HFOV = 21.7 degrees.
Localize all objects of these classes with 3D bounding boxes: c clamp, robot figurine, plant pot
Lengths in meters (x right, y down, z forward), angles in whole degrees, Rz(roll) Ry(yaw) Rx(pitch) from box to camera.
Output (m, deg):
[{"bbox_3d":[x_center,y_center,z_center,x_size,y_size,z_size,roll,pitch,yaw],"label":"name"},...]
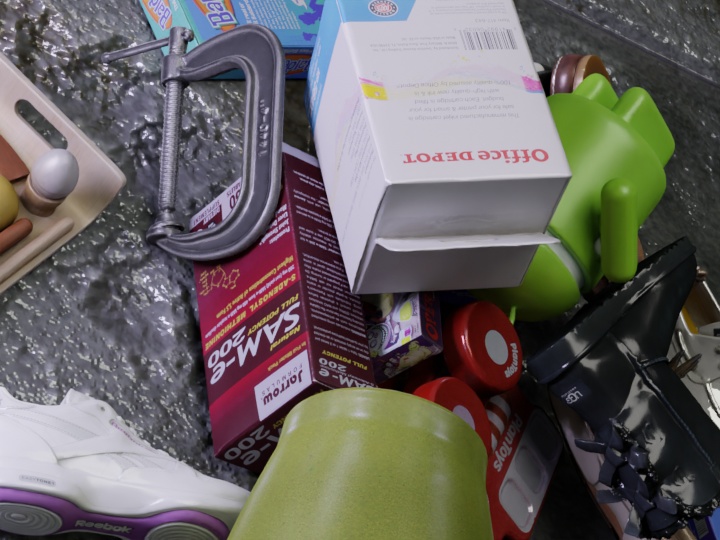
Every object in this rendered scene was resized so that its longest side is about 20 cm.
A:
[{"bbox_3d":[-0.116,-0.093,1.335,0.027,0.170,0.201,27,52,-48],"label":"c clamp"},{"bbox_3d":[0.144,-0.048,1.373,0.200,0.175,0.116,-49,134,-13],"label":"robot figurine"},{"bbox_3d":[0.000,0.181,1.106,0.199,0.200,0.194,25,53,-19],"label":"plant pot"}]

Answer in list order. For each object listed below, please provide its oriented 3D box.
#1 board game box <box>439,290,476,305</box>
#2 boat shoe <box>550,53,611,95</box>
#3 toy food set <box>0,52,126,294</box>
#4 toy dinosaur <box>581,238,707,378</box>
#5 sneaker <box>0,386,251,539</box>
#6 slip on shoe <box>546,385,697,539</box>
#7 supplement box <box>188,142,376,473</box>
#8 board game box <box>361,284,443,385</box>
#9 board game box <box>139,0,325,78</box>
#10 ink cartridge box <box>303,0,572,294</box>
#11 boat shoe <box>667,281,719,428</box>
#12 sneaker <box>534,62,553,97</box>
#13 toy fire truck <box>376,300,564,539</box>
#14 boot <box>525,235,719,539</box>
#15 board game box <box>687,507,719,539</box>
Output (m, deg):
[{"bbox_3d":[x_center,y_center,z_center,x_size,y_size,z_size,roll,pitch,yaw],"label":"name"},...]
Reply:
[{"bbox_3d":[0.074,-0.065,1.499,0.134,0.045,0.201,13,49,-30],"label":"board game box"},{"bbox_3d":[0.170,-0.088,1.506,0.070,0.201,0.070,11,45,28],"label":"boat shoe"},{"bbox_3d":[-0.262,-0.060,1.233,0.143,0.060,0.200,44,41,1],"label":"toy food set"},{"bbox_3d":[0.204,0.023,1.458,0.200,0.086,0.136,49,32,-28],"label":"toy dinosaur"},{"bbox_3d":[-0.145,0.121,1.160,0.199,0.075,0.100,17,48,-27],"label":"sneaker"},{"bbox_3d":[0.203,0.164,1.383,0.201,0.060,0.076,63,0,18],"label":"slip on shoe"},{"bbox_3d":[-0.056,0.026,1.280,0.061,0.109,0.201,22,43,-37],"label":"supplement box"},{"bbox_3d":[0.000,0.000,1.336,0.032,0.120,0.201,35,36,-33],"label":"board game box"},{"bbox_3d":[-0.088,-0.227,1.520,0.199,0.045,0.153,-4,59,-40],"label":"board game box"},{"bbox_3d":[0.048,-0.081,1.255,0.128,0.126,0.201,-3,56,-16],"label":"ink cartridge box"},{"bbox_3d":[0.288,0.069,1.545,0.071,0.070,0.201,0,56,-38],"label":"boat shoe"},{"bbox_3d":[0.076,-0.148,1.463,0.199,0.074,0.089,-11,51,-44],"label":"sneaker"},{"bbox_3d":[0.070,0.132,1.307,0.168,0.112,0.200,50,39,-20],"label":"toy fire truck"},{"bbox_3d":[0.219,0.085,1.348,0.163,0.073,0.198,53,49,-1],"label":"boot"},{"bbox_3d":[0.323,0.281,1.413,0.134,0.045,0.201,10,50,-31],"label":"board game box"}]
